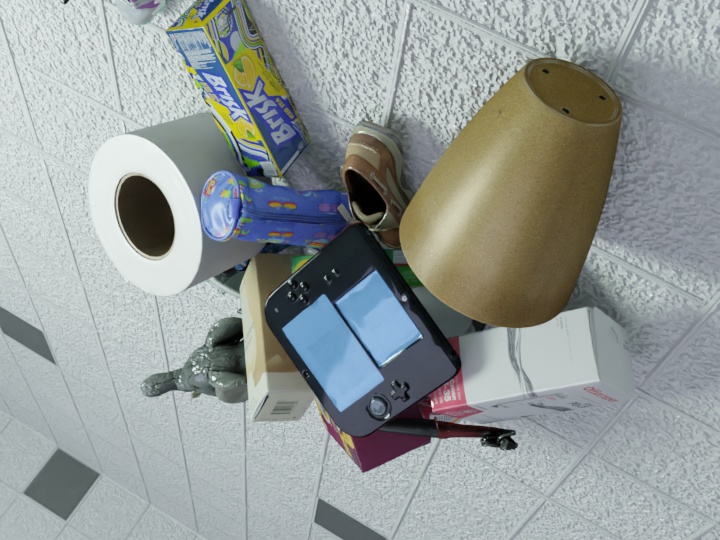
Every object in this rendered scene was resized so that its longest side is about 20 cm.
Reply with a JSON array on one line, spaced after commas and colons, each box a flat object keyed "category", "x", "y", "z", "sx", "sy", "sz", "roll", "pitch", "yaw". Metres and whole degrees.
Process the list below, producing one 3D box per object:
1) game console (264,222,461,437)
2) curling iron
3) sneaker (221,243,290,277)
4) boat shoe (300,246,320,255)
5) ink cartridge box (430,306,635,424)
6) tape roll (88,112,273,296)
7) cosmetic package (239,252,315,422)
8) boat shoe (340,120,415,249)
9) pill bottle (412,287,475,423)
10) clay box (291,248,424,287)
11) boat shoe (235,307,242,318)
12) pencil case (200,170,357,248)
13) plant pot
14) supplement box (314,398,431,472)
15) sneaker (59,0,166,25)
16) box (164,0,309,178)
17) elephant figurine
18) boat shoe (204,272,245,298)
[{"category": "game console", "x": -0.005, "y": 0.073, "z": 0.948, "sx": 0.176, "sy": 0.031, "sz": 0.201, "roll": -38, "pitch": 86, "yaw": 31}, {"category": "curling iron", "x": 0.098, "y": 0.192, "z": 1.017, "sx": 0.196, "sy": 0.026, "sz": 0.050, "roll": 9, "pitch": 176, "yaw": -5}, {"category": "sneaker", "x": -0.141, "y": -0.034, "z": 1.163, "sx": 0.078, "sy": 0.090, "sz": 0.199, "roll": 42, "pitch": 147, "yaw": -13}, {"category": "boat shoe", "x": -0.059, "y": 0.046, "z": 1.197, "sx": 0.074, "sy": 0.087, "sz": 0.204, "roll": 19, "pitch": 145, "yaw": 22}, {"category": "ink cartridge box", "x": 0.194, "y": 0.113, "z": 0.954, "sx": 0.197, "sy": 0.084, "sz": 0.146, "roll": -15, "pitch": 157, "yaw": 29}, {"category": "tape roll", "x": -0.224, "y": -0.086, "z": 1.059, "sx": 0.200, "sy": 0.139, "sz": 0.206, "roll": 15, "pitch": 118, "yaw": 31}, {"category": "cosmetic package", "x": -0.112, "y": 0.088, "z": 1.119, "sx": 0.070, "sy": 0.203, "sz": 0.106, "roll": 3, "pitch": 147, "yaw": -21}, {"category": "boat shoe", "x": 0.016, "y": -0.082, "z": 0.962, "sx": 0.075, "sy": 0.072, "sz": 0.201, "roll": 17, "pitch": 153, "yaw": 26}, {"category": "pill bottle", "x": 0.098, "y": 0.117, "z": 1.120, "sx": 0.113, "sy": 0.115, "sz": 0.202, "roll": 21, "pitch": 145, "yaw": 20}, {"category": "clay box", "x": 0.000, "y": 0.000, "z": 1.047, "sx": 0.198, "sy": 0.114, "sz": 0.049, "roll": -1, "pitch": 90, "yaw": 49}, {"category": "boat shoe", "x": -0.137, "y": 0.053, "z": 1.302, "sx": 0.070, "sy": 0.065, "sz": 0.199, "roll": 4, "pitch": 174, "yaw": -32}, {"category": "pencil case", "x": -0.085, "y": -0.066, "z": 0.979, "sx": 0.198, "sy": 0.080, "sz": 0.086, "roll": 4, "pitch": -178, "yaw": -40}, {"category": "plant pot", "x": 0.153, "y": -0.082, "z": 0.771, "sx": 0.185, "sy": 0.187, "sz": 0.201, "roll": 30, "pitch": 135, "yaw": 7}, {"category": "supplement box", "x": -0.001, "y": 0.162, "z": 1.115, "sx": 0.200, "sy": 0.102, "sz": 0.133, "roll": -162, "pitch": 52, "yaw": -73}, {"category": "sneaker", "x": -0.261, "y": -0.305, "z": 0.866, "sx": 0.077, "sy": 0.141, "sz": 0.201, "roll": 31, "pitch": 148, "yaw": 4}, {"category": "box", "x": -0.134, "y": -0.204, "z": 0.950, "sx": 0.064, "sy": 0.070, "sz": 0.201, "roll": 9, "pitch": 140, "yaw": 35}, {"category": "elephant figurine", "x": -0.188, "y": 0.140, "z": 1.215, "sx": 0.198, "sy": 0.157, "sz": 0.141, "roll": 9, "pitch": -164, "yaw": -43}, {"category": "boat shoe", "x": -0.228, "y": -0.017, "z": 1.288, "sx": 0.200, "sy": 0.075, "sz": 0.065, "roll": 31, "pitch": 155, "yaw": 14}]
